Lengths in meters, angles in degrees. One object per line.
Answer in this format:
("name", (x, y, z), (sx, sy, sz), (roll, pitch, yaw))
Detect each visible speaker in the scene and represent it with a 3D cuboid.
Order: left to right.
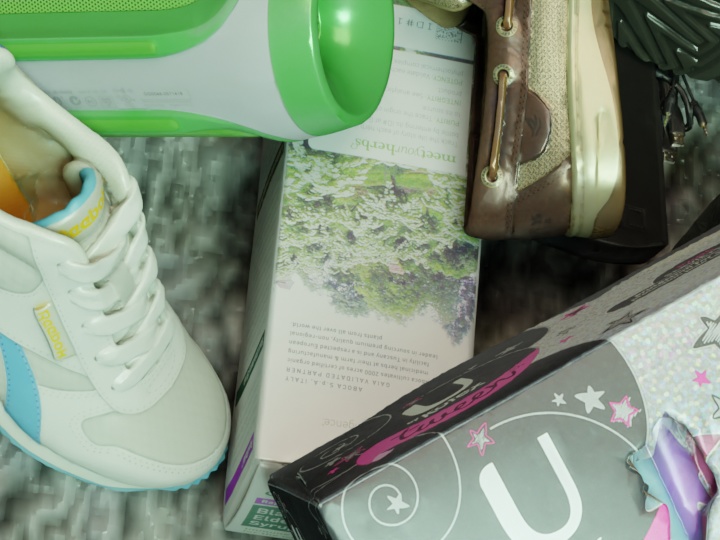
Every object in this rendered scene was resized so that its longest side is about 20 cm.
("speaker", (-0.092, -0.089, 0.997), (0.199, 0.089, 0.089), (1, 63, 24))

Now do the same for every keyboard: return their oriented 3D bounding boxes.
("keyboard", (0.090, -0.079, 1.099), (0.103, 0.040, 0.201), (16, 52, -19))

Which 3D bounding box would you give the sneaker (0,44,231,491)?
("sneaker", (-0.108, 0.004, 0.969), (0.200, 0.080, 0.077), (51, 50, -24))

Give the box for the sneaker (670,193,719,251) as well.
("sneaker", (0.119, 0.054, 1.012), (0.060, 0.104, 0.201), (33, 60, -24))

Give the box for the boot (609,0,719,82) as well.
("boot", (0.124, -0.188, 1.128), (0.181, 0.073, 0.200), (32, 44, -4))

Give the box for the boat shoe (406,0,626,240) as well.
("boat shoe", (0.052, -0.109, 1.001), (0.071, 0.072, 0.202), (-6, 84, -3))

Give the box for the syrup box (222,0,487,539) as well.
("syrup box", (0.000, 0.000, 1.027), (0.078, 0.082, 0.201), (9, 66, -9))

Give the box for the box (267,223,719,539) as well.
("box", (0.085, 0.072, 0.900), (0.199, 0.132, 0.115), (-30, 93, -9))
